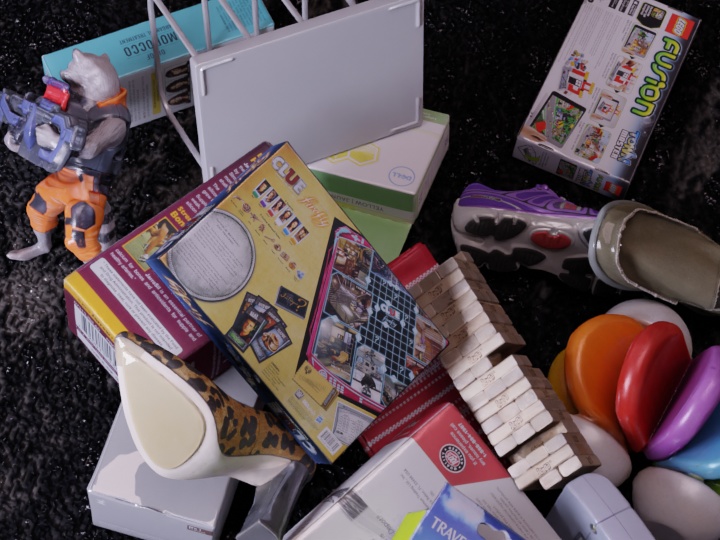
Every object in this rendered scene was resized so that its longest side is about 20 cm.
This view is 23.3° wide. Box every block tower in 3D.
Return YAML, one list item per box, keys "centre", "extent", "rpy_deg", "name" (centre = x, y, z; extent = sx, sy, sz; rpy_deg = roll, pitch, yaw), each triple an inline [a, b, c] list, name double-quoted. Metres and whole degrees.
- centre: [0.106, 0.080, 1.358]
  extent: [0.054, 0.058, 0.200]
  rpy_deg: [-37, 72, 16]
  name: "block tower"

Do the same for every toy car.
- centre: [0.247, 0.106, 1.388]
  extent: [0.200, 0.150, 0.175]
  rpy_deg: [28, 63, 10]
  name: "toy car"

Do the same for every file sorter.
- centre: [-0.063, -0.180, 1.463]
  extent: [0.200, 0.139, 0.125]
  rpy_deg: [-20, 49, -17]
  name: "file sorter"

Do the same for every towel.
- centre: [0.048, 0.093, 1.415]
  extent: [0.144, 0.022, 0.200]
  rpy_deg: [-34, 92, -22]
  name: "towel"

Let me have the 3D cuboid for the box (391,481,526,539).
- centre: [0.049, 0.268, 1.250]
  extent: [0.122, 0.048, 0.200]
  rpy_deg: [37, 70, -10]
  name: "box"

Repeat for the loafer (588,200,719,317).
- centre: [0.268, -0.008, 1.439]
  extent: [0.200, 0.070, 0.075]
  rpy_deg: [16, 85, -39]
  name: "loafer"

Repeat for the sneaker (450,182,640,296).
- centre: [0.178, -0.040, 1.505]
  extent: [0.199, 0.081, 0.084]
  rpy_deg: [13, 42, -6]
  name: "sneaker"

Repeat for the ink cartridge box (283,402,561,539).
- centre: [0.030, 0.221, 1.326]
  extent: [0.200, 0.083, 0.147]
  rpy_deg: [-39, 91, -22]
  name: "ink cartridge box"

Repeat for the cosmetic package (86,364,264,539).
- centre: [-0.135, 0.115, 1.388]
  extent: [0.107, 0.090, 0.200]
  rpy_deg: [18, 65, 4]
  name: "cosmetic package"

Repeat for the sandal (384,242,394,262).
- centre: [0.000, 0.000, 1.481]
  extent: [0.075, 0.045, 0.200]
  rpy_deg: [-3, 63, -8]
  name: "sandal"

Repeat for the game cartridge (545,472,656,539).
- centre: [0.207, 0.256, 1.316]
  extent: [0.041, 0.133, 0.200]
  rpy_deg: [-20, 66, -23]
  name: "game cartridge"

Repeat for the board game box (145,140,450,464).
- centre: [-0.044, 0.024, 1.293]
  extent: [0.135, 0.035, 0.200]
  rpy_deg: [-43, 104, -20]
  name: "board game box"

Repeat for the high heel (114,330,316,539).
- centre: [-0.107, 0.100, 1.291]
  extent: [0.200, 0.071, 0.143]
  rpy_deg: [55, 24, -18]
  name: "high heel"

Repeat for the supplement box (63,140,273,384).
- centre: [-0.116, 0.008, 1.349]
  extent: [0.200, 0.086, 0.110]
  rpy_deg: [-36, 72, -22]
  name: "supplement box"

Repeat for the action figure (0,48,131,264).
- centre: [-0.240, -0.091, 1.444]
  extent: [0.104, 0.194, 0.200]
  rpy_deg: [2, 21, -31]
  name: "action figure"

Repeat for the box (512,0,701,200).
- centre: [0.226, -0.168, 1.596]
  extent: [0.110, 0.035, 0.200]
  rpy_deg: [24, 63, 7]
  name: "box"

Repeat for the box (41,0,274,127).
- centre: [-0.176, -0.179, 1.539]
  extent: [0.200, 0.082, 0.049]
  rpy_deg: [-21, 64, -16]
  name: "box"

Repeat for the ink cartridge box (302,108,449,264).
- centre: [-0.021, -0.068, 1.487]
  extent: [0.145, 0.048, 0.200]
  rpy_deg: [15, 50, 12]
  name: "ink cartridge box"
